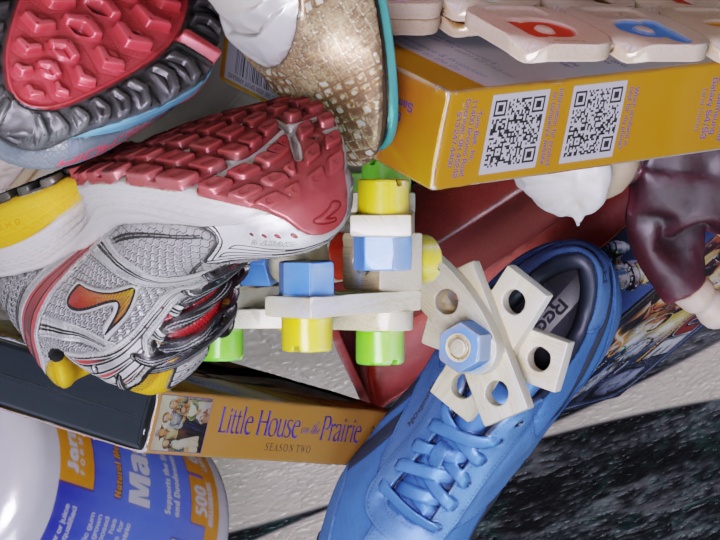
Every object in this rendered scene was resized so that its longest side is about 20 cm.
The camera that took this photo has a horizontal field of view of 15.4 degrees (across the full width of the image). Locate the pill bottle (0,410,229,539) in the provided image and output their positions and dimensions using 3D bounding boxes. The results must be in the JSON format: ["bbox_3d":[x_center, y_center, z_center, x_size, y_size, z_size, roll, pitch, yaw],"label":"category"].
[{"bbox_3d":[-0.162,0.107,1.257,0.112,0.113,0.200,-33,148,23],"label":"pill bottle"}]

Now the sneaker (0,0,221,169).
[{"bbox_3d":[-0.091,-0.069,0.921,0.079,0.200,0.096,26,119,0],"label":"sneaker"}]

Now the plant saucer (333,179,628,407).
[{"bbox_3d":[0.069,-0.023,1.184,0.199,0.037,0.200,-32,165,-3],"label":"plant saucer"}]

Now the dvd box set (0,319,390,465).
[{"bbox_3d":[-0.094,0.052,1.163,0.146,0.030,0.200,15,-178,30],"label":"dvd box set"}]

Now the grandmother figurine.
[{"bbox_3d":[0.149,-0.036,1.085,0.199,0.122,0.061,9,-177,-22],"label":"grandmother figurine"}]

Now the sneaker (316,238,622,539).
[{"bbox_3d":[0.041,0.069,1.147,0.200,0.066,0.078,-54,171,-3],"label":"sneaker"}]

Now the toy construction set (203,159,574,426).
[{"bbox_3d":[0.000,0.000,0.996,0.130,0.093,0.200,0,168,27],"label":"toy construction set"}]

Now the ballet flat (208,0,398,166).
[{"bbox_3d":[-0.037,-0.130,0.870,0.065,0.201,0.070,-11,-179,-29],"label":"ballet flat"}]

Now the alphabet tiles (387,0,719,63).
[{"bbox_3d":[0.063,-0.104,0.980,0.199,0.196,0.015,-2,111,-28],"label":"alphabet tiles"}]

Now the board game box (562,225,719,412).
[{"bbox_3d":[0.153,0.000,1.292,0.200,0.035,0.135,-43,162,30],"label":"board game box"}]

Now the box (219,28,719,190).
[{"bbox_3d":[0.061,-0.075,0.980,0.199,0.119,0.042,-7,116,-41],"label":"box"}]

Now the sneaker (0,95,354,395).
[{"bbox_3d":[-0.059,-0.005,0.885,0.078,0.083,0.200,-25,-174,-31],"label":"sneaker"}]

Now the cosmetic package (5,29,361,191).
[{"bbox_3d":[-0.053,-0.053,1.094,0.103,0.073,0.200,7,141,-39],"label":"cosmetic package"}]
